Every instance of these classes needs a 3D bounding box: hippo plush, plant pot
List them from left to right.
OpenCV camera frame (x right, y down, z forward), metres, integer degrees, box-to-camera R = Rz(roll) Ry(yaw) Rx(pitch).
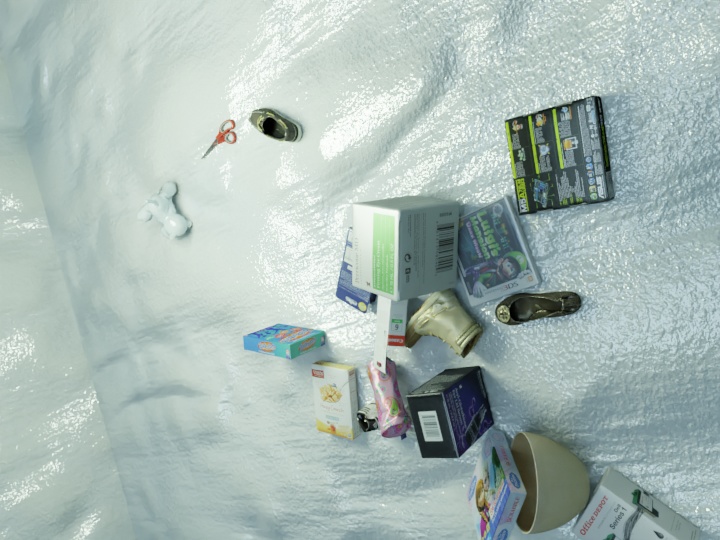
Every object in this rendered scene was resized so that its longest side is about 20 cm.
[{"bbox_3d":[-0.648,-0.199,1.982,0.161,0.161,0.198,46,147,-16],"label":"hippo plush"},{"bbox_3d":[0.409,0.454,1.242,0.130,0.201,0.206,3,105,-2],"label":"plant pot"}]

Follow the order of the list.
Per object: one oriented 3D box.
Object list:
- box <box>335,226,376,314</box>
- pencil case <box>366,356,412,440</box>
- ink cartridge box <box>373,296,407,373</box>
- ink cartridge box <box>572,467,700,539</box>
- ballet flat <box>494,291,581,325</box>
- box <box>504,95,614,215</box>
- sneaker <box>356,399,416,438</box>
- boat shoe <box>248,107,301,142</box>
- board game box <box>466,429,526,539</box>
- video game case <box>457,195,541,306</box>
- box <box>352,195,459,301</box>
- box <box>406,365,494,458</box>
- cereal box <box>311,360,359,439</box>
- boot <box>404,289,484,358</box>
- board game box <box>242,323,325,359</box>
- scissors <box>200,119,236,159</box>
[{"bbox_3d":[0.000,0.000,1.548,0.119,0.032,0.205,27,114,32],"label":"box"},{"bbox_3d":[0.072,0.325,1.484,0.088,0.086,0.204,-45,45,36],"label":"pencil case"},{"bbox_3d":[0.075,0.148,1.449,0.109,0.049,0.207,-179,93,-76],"label":"ink cartridge box"},{"bbox_3d":[0.556,0.532,1.184,0.198,0.083,0.149,32,118,27],"label":"ink cartridge box"},{"bbox_3d":[0.377,0.082,1.254,0.196,0.046,0.069,-11,93,40],"label":"ballet flat"},{"bbox_3d":[0.398,-0.226,1.172,0.190,0.047,0.206,-7,96,42],"label":"box"},{"bbox_3d":[0.073,0.410,1.526,0.197,0.114,0.078,11,107,36],"label":"sneaker"},{"bbox_3d":[-0.255,-0.415,1.643,0.198,0.060,0.074,27,115,31],"label":"boat shoe"},{"bbox_3d":[0.304,0.510,1.324,0.040,0.200,0.205,10,111,-6],"label":"board game box"},{"bbox_3d":[0.292,-0.040,1.311,0.179,0.023,0.205,-24,85,39],"label":"video game case"},{"bbox_3d":[0.102,-0.059,1.331,0.169,0.196,0.205,16,111,50],"label":"box"},{"bbox_3d":[0.211,0.323,1.342,0.103,0.198,0.152,-14,93,38],"label":"box"},{"bbox_3d":[-0.073,0.372,1.674,0.141,0.039,0.206,1,101,38],"label":"cereal box"},{"bbox_3d":[0.194,0.157,1.401,0.156,0.072,0.201,49,120,22],"label":"boot"},{"bbox_3d":[-0.223,0.204,1.696,0.196,0.150,0.046,4,103,37],"label":"board game box"},{"bbox_3d":[-0.456,-0.415,1.838,0.197,0.014,0.075,-13,94,41],"label":"scissors"}]
